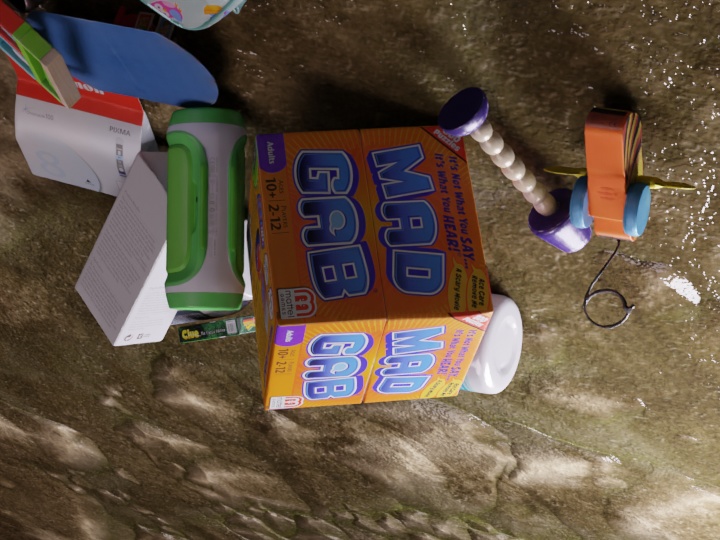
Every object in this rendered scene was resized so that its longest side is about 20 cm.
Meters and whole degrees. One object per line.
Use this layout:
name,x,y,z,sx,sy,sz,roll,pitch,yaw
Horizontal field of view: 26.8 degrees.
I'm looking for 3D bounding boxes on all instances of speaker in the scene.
speaker,-0.157,-0.061,1.539,0.088,0.201,0.088,0,176,0

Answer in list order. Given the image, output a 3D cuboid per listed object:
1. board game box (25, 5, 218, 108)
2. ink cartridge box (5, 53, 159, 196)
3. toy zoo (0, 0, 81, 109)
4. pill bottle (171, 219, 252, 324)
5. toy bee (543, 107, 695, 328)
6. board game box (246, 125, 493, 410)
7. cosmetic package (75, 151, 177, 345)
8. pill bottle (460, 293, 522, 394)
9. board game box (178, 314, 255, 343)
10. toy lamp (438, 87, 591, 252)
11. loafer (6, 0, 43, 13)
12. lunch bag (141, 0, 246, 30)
board game box,-0.228,-0.221,1.493,0.199,0.039,0.158,13,162,17
ink cartridge box,-0.308,-0.157,1.655,0.159,0.047,0.200,16,154,15
toy zoo,-0.360,-0.249,1.480,0.200,0.020,0.131,42,170,6
pill bottle,-0.186,-0.002,1.761,0.199,0.120,0.120,-9,139,45
toy bee,0.227,-0.068,1.372,0.131,0.109,0.201,27,129,10
board game box,0.000,0.000,1.462,0.199,0.201,0.200,-3,154,-9
cosmetic package,-0.233,-0.024,1.669,0.102,0.071,0.200,52,127,30
pill bottle,0.073,0.072,1.701,0.199,0.111,0.111,7,149,28
board game box,-0.106,0.058,1.772,0.104,0.024,0.200,-7,-179,42
toy lamp,0.152,-0.088,1.419,0.058,0.058,0.200,-7,141,44
loafer,-0.363,-0.319,1.394,0.200,0.063,0.072,39,149,-28
lunch bag,-0.140,-0.291,1.262,0.160,0.077,0.200,32,151,-20
